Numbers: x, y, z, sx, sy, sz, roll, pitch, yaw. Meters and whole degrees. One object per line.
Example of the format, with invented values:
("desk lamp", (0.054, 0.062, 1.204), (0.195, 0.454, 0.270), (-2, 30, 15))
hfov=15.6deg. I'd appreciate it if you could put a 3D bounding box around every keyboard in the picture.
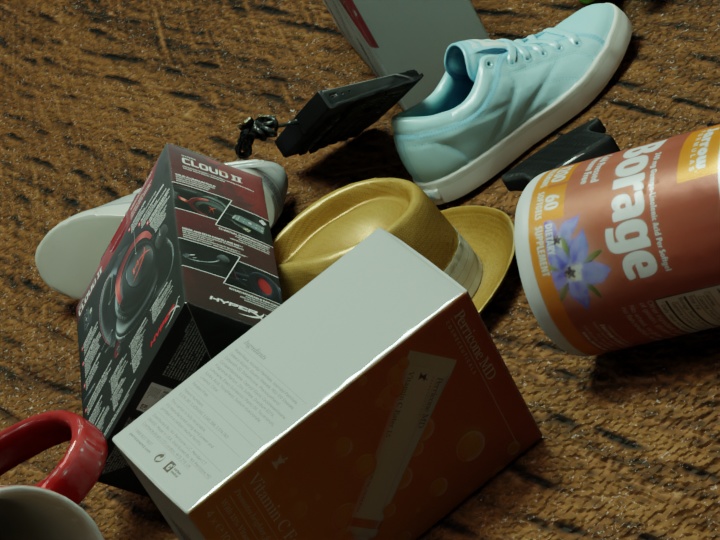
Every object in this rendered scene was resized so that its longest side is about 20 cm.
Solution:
("keyboard", (-0.032, -0.102, 1.846), (0.127, 0.021, 0.200), (-14, -5, -12))

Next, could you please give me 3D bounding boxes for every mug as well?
("mug", (-0.237, 0.176, 1.617), (0.177, 0.134, 0.200), (-29, 18, -28))

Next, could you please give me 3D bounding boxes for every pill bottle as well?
("pill bottle", (0.196, -0.024, 1.486), (0.199, 0.112, 0.112), (-15, 31, 31))

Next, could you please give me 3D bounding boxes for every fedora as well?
("fedora", (0.000, 0.000, 1.687), (0.200, 0.082, 0.201), (-26, 27, 14))

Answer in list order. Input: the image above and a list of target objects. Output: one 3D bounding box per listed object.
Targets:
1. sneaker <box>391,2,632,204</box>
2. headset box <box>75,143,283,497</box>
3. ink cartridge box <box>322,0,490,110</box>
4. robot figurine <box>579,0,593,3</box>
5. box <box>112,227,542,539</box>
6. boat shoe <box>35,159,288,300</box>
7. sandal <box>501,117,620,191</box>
("sneaker", (0.103, -0.134, 1.806), (0.200, 0.082, 0.074), (-43, 29, -20))
("headset box", (-0.118, 0.027, 1.677), (0.149, 0.075, 0.200), (-59, 24, 27))
("ink cartridge box", (0.016, -0.220, 1.972), (0.083, 0.147, 0.200), (-31, 27, -1))
("robot figurine", (0.191, -0.282, 1.923), (0.175, 0.116, 0.200), (-26, 24, 40))
("box", (-0.017, 0.094, 1.488), (0.200, 0.125, 0.097), (-39, 38, -12))
("boat shoe", (-0.143, -0.036, 1.925), (0.199, 0.072, 0.069), (-24, 12, 22))
("sandal", (0.134, -0.058, 1.660), (0.075, 0.045, 0.200), (-33, 6, 3))
